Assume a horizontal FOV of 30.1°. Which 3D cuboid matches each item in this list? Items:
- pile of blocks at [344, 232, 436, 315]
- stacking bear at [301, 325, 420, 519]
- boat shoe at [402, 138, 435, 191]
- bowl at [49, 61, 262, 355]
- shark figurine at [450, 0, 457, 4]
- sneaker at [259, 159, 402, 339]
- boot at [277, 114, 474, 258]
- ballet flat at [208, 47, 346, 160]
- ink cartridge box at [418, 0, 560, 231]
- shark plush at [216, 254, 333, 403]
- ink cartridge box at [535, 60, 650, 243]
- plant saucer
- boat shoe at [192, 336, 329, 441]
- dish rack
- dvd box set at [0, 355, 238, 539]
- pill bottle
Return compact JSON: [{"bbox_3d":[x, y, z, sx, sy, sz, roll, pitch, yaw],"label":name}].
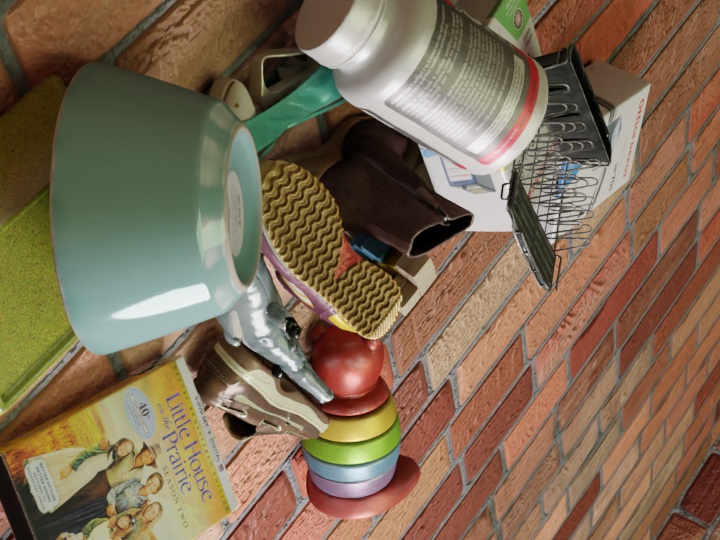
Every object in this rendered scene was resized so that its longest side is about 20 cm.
[{"bbox_3d":[0.000,0.000,1.219,0.062,0.082,0.200,-51,-164,-11],"label":"pile of blocks"},{"bbox_3d":[-0.010,0.145,1.387,0.114,0.121,0.201,-50,143,-54],"label":"stacking bear"},{"bbox_3d":[0.061,-0.116,1.338,0.201,0.063,0.073,-61,138,-29],"label":"boat shoe"},{"bbox_3d":[-0.128,-0.043,0.917,0.201,0.104,0.202,-1,90,-83],"label":"bowl"},{"bbox_3d":[0.039,-0.236,1.124,0.214,0.128,0.090,0,123,-59],"label":"shark figurine"},{"bbox_3d":[-0.050,-0.017,1.101,0.075,0.090,0.200,-53,130,-20],"label":"sneaker"},{"bbox_3d":[0.031,-0.071,1.197,0.200,0.166,0.073,-27,136,-51],"label":"boot"},{"bbox_3d":[-0.085,-0.132,1.071,0.200,0.067,0.071,-40,120,-38],"label":"ballet flat"},{"bbox_3d":[0.118,-0.157,1.280,0.146,0.087,0.201,-59,140,-39],"label":"ink cartridge box"},{"bbox_3d":[-0.085,0.045,1.128,0.091,0.083,0.201,-37,118,-33],"label":"shark plush"},{"bbox_3d":[0.258,-0.146,1.621,0.200,0.086,0.147,-34,141,-41],"label":"ink cartridge box"},{"bbox_3d":[-0.235,0.002,0.926,0.200,0.048,0.201,-48,149,-28],"label":"plant saucer"},{"bbox_3d":[-0.099,0.124,1.259,0.075,0.075,0.202,-47,145,-3],"label":"boat shoe"},{"bbox_3d":[0.182,-0.089,1.245,0.154,0.054,0.201,55,40,-46],"label":"dish rack"},{"bbox_3d":[-0.194,0.173,1.085,0.200,0.029,0.147,-28,102,-48],"label":"dvd box set"},{"bbox_3d":[0.048,-0.166,1.081,0.199,0.111,0.111,27,90,-33],"label":"pill bottle"}]
